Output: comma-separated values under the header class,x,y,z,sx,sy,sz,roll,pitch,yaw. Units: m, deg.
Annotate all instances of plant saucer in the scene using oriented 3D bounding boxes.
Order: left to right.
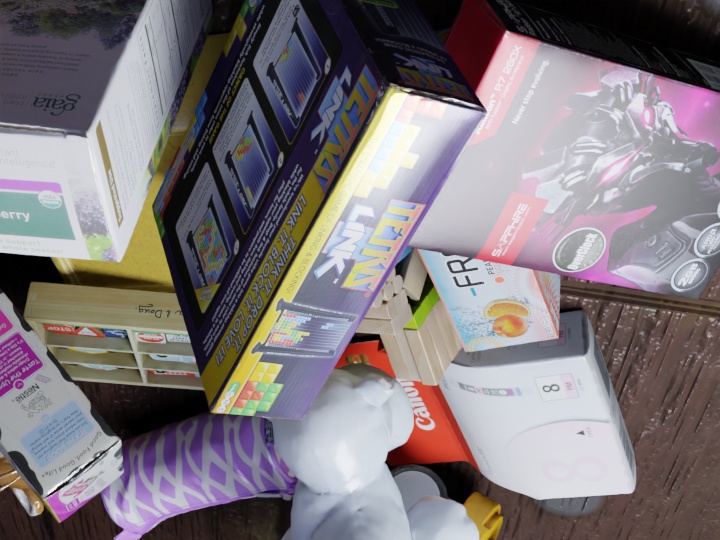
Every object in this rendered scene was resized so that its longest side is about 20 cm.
class,x,y,z,sx,sy,sz,roll,pitch,yaw
plant saucer,-0.137,-0.047,0.753,0.199,0.049,0.200,-2,136,15

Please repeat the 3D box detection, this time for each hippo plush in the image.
class,x,y,z,sx,sy,sz,roll,pitch,yaw
hippo plush,-0.026,0.147,0.791,0.159,0.200,0.161,-16,91,23

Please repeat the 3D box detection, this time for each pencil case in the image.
class,x,y,z,sx,sy,sz,roll,pitch,yaw
pencil case,-0.116,0.154,0.938,0.199,0.086,0.084,-19,162,33

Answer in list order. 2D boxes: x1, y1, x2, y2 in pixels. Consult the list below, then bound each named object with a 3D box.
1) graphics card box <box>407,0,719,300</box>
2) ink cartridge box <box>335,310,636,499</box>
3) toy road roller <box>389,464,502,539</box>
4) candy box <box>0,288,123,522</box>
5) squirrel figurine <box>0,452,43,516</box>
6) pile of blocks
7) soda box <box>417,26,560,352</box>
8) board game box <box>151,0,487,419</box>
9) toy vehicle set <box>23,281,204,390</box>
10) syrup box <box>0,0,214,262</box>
class,x,y,z,sx,sy,sz,roll,pitch,yaw
graphics card box,0.121,-0.058,0.618,0.199,0.051,0.126,10,123,-27
ink cartridge box,0.088,0.109,0.874,0.199,0.057,0.163,-12,133,17
toy road roller,0.050,0.262,0.919,0.146,0.200,0.123,28,157,18
candy box,-0.240,0.065,0.785,0.200,0.061,0.136,49,161,8
squirrel figurine,-0.328,0.126,0.945,0.186,0.142,0.200,17,153,-22
pile of blocks,0.000,0.000,0.754,0.062,0.082,0.200,3,152,35
soda box,0.063,-0.042,0.697,0.063,0.069,0.200,-9,133,20
board game box,-0.033,-0.053,0.600,0.057,0.166,0.200,9,128,-32
toy vehicle set,-0.123,0.051,0.829,0.199,0.027,0.124,5,156,-1
syrup box,-0.134,-0.102,0.579,0.078,0.200,0.082,5,138,6
